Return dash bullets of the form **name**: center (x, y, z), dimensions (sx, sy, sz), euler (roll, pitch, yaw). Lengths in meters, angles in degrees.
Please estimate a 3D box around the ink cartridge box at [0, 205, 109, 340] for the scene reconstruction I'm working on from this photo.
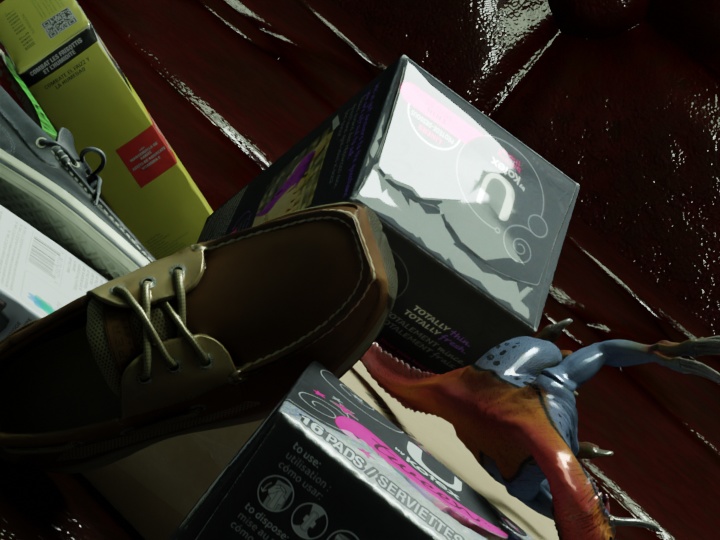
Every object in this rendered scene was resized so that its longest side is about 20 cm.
- **ink cartridge box**: center (-0.198, -0.014, 1.141), dimensions (0.200, 0.042, 0.119), euler (38, 11, -14)

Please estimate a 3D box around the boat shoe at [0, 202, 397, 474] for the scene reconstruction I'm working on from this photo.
- **boat shoe**: center (-0.079, 0.033, 0.980), dimensions (0.074, 0.200, 0.076), euler (6, 59, -60)

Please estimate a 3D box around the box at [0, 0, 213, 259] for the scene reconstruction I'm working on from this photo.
- **box**: center (-0.136, -0.070, 1.381), dimensions (0.200, 0.050, 0.075), euler (60, -4, -39)

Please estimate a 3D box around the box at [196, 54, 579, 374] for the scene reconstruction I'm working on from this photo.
- **box**: center (0.000, 0.000, 1.271), dimensions (0.122, 0.200, 0.106), euler (35, 50, -18)

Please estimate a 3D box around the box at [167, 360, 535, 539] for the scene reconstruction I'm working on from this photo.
- **box**: center (0.016, 0.149, 0.916), dimensions (0.200, 0.132, 0.115), euler (39, 9, -1)

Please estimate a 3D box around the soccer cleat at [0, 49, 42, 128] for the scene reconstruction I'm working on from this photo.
- **soccer cleat**: center (-0.237, -0.134, 1.392), dimensions (0.200, 0.069, 0.085), euler (39, 42, 24)

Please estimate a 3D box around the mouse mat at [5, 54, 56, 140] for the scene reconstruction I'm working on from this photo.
- **mouse mat**: center (-0.186, -0.091, 1.614), dimensions (0.200, 0.008, 0.161), euler (31, 13, -31)

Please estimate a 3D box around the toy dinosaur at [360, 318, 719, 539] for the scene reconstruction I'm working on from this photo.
- **toy dinosaur**: center (0.065, 0.077, 1.002), dimensions (0.199, 0.105, 0.181), euler (1, 3, 17)

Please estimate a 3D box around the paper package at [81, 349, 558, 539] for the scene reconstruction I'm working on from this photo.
- **paper package**: center (-0.006, 0.108, 1.109), dimensions (0.200, 0.104, 0.191), euler (42, 11, 23)

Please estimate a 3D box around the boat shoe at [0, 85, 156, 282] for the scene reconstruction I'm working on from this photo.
- **boat shoe**: center (-0.162, -0.040, 1.260), dimensions (0.200, 0.075, 0.062), euler (39, 51, 17)
